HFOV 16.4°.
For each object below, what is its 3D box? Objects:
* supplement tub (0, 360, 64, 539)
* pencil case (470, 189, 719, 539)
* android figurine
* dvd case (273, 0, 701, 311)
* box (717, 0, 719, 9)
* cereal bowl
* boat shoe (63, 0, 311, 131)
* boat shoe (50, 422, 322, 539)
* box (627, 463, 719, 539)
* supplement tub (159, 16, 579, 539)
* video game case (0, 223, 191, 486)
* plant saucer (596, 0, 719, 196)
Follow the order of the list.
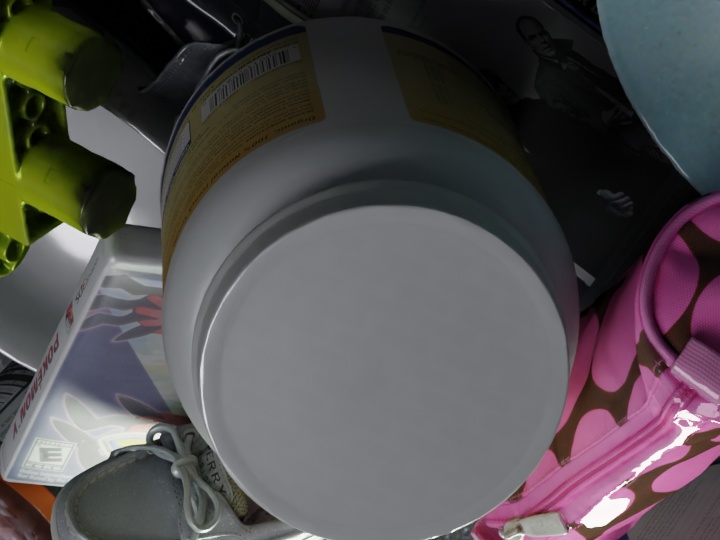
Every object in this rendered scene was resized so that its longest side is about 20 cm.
[{"bbox_3d":[-0.149,0.100,1.195,0.107,0.200,0.107,24,140,21],"label":"supplement tub"},{"bbox_3d":[0.104,0.046,0.902,0.091,0.094,0.200,48,152,7],"label":"pencil case"},{"bbox_3d":[-0.175,-0.086,1.000,0.200,0.041,0.182,27,137,29],"label":"android figurine"},{"bbox_3d":[0.045,-0.074,0.996,0.200,0.025,0.150,38,143,6],"label":"dvd case"},{"bbox_3d":[0.156,-0.129,0.837,0.144,0.036,0.200,-7,123,45],"label":"box"},{"bbox_3d":[-0.119,-0.040,1.118,0.200,0.083,0.200,19,139,17],"label":"cereal bowl"},{"bbox_3d":[-0.058,-0.085,1.008,0.200,0.062,0.075,46,142,-7],"label":"boat shoe"},{"bbox_3d":[-0.033,0.084,1.059,0.202,0.074,0.065,-8,145,-5],"label":"boat shoe"},{"bbox_3d":[0.147,0.165,1.083,0.124,0.097,0.200,51,141,-13],"label":"box"},{"bbox_3d":[0.000,0.000,0.897,0.144,0.200,0.145,-2,111,-4],"label":"supplement tub"},{"bbox_3d":[-0.039,0.050,1.090,0.200,0.023,0.182,8,143,-19],"label":"video game case"},{"bbox_3d":[0.172,-0.079,0.811,0.201,0.039,0.201,24,140,21],"label":"plant saucer"}]
